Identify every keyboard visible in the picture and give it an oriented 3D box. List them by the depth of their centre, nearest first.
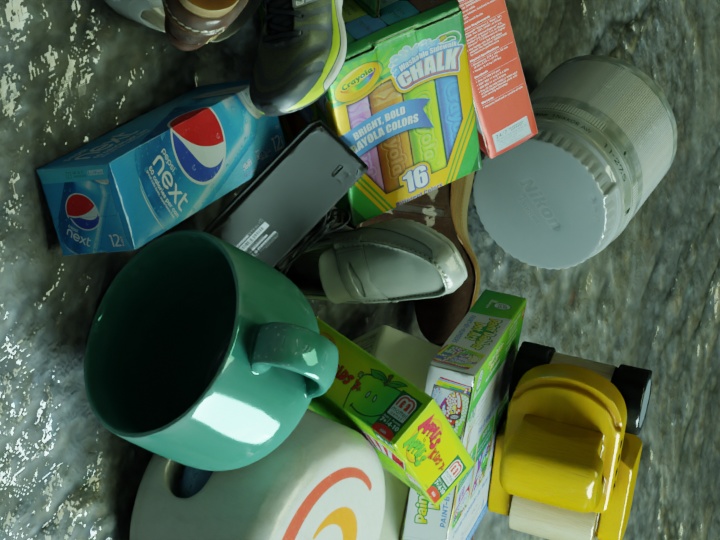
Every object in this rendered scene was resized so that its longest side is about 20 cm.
[{"bbox_3d":[-0.083,-0.026,1.367,0.200,0.040,0.104,-45,139,3],"label":"keyboard"}]

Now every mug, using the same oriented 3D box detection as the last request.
[{"bbox_3d":[-0.094,0.070,1.268,0.114,0.185,0.152,30,102,-44],"label":"mug"}]

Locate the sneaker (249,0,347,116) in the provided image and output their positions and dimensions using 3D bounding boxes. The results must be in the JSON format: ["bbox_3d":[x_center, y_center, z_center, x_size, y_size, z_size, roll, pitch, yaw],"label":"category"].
[{"bbox_3d":[-0.052,-0.205,1.309,0.081,0.073,0.202,37,55,-49],"label":"sneaker"}]

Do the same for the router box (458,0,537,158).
[{"bbox_3d":[0.062,-0.216,1.506,0.049,0.200,0.180,-27,129,-10],"label":"router box"}]

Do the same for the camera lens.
[{"bbox_3d":[0.218,-0.112,1.836,0.200,0.159,0.161,-46,135,-47],"label":"camera lens"}]

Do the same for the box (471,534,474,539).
[{"bbox_3d":[0.018,0.286,1.617,0.200,0.099,0.075,-50,149,-44],"label":"box"}]

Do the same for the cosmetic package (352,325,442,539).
[{"bbox_3d":[0.006,0.158,1.557,0.103,0.073,0.202,150,-41,-68],"label":"cosmetic package"}]

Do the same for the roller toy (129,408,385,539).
[{"bbox_3d":[-0.080,0.187,1.385,0.199,0.139,0.184,-5,111,-57],"label":"roller toy"}]

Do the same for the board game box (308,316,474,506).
[{"bbox_3d":[-0.009,0.095,1.428,0.048,0.199,0.102,-47,141,-13],"label":"board game box"}]

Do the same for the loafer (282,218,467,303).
[{"bbox_3d":[0.000,0.000,1.429,0.070,0.199,0.070,-43,118,-32],"label":"loafer"}]

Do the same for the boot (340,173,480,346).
[{"bbox_3d":[0.036,-0.023,1.647,0.166,0.072,0.202,-8,105,-48],"label":"boot"}]

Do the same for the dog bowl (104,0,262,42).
[{"bbox_3d":[-0.128,-0.261,1.278,0.200,0.058,0.202,-23,117,-57],"label":"dog bowl"}]

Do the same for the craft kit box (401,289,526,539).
[{"bbox_3d":[0.088,0.140,1.557,0.200,0.048,0.199,-44,147,-66],"label":"craft kit box"}]

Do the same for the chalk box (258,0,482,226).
[{"bbox_3d":[0.004,-0.162,1.410,0.123,0.125,0.201,-25,131,-15],"label":"chalk box"}]

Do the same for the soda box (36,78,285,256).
[{"bbox_3d":[-0.135,-0.076,1.289,0.200,0.067,0.065,-38,118,-52],"label":"soda box"}]

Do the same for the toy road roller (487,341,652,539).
[{"bbox_3d":[0.170,0.169,1.567,0.146,0.122,0.201,-56,155,-55],"label":"toy road roller"}]

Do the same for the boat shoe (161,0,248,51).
[{"bbox_3d":[-0.084,-0.239,1.246,0.201,0.070,0.070,-63,-177,-27],"label":"boat shoe"}]
